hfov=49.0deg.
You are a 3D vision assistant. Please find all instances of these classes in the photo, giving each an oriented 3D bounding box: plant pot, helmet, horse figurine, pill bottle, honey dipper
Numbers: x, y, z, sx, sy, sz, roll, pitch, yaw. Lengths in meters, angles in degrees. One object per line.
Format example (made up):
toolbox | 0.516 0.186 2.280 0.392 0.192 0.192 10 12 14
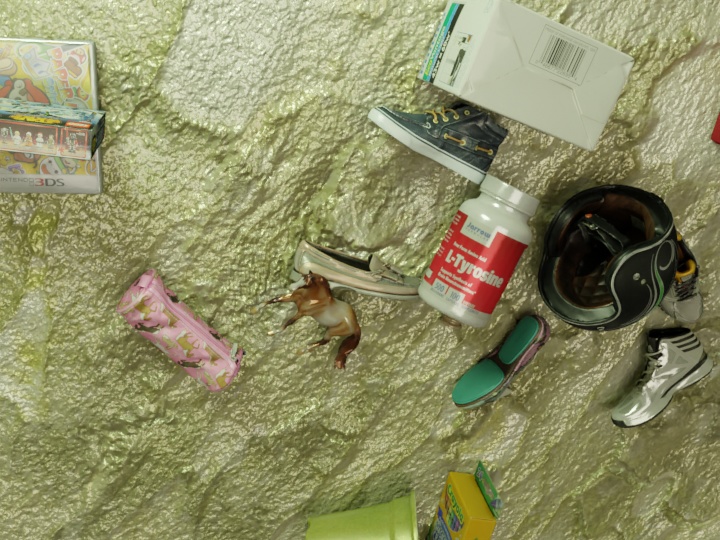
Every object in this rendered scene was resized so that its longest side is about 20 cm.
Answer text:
plant pot | 0.006 0.468 1.297 0.184 0.200 0.201 -3 113 3
helmet | 0.363 -0.008 1.160 0.199 0.200 0.191 -10 134 -7
horse figurine | -0.061 0.072 1.156 0.132 0.050 0.200 -31 131 21
pill bottle | 0.173 -0.029 1.130 0.112 0.112 0.200 23 100 -18
honey dipper | 0.172 -0.007 1.208 0.038 0.038 0.201 15 105 -16

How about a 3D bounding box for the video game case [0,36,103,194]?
video game case | -0.432 -0.197 1.020 0.181 0.023 0.201 0 111 -11

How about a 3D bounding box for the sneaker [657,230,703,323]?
sneaker | 0.496 0.010 1.250 0.078 0.082 0.200 -33 115 3

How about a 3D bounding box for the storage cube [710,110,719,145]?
storage cube | 0.646 -0.235 1.127 0.170 0.180 0.201 6 111 -13

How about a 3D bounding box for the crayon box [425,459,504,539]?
crayon box | 0.170 0.435 1.335 0.051 0.126 0.201 11 109 -14

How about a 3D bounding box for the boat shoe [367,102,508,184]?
boat shoe | 0.110 -0.203 1.101 0.200 0.071 0.091 23 104 -26

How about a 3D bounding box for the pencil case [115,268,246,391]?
pencil case | -0.257 0.087 1.136 0.086 0.083 0.200 -42 112 8

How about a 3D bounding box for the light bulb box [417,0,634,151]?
light bulb box | 0.203 -0.260 1.020 0.198 0.200 0.125 18 106 -17

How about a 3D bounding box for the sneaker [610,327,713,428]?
sneaker | 0.484 0.167 1.327 0.200 0.076 0.115 -37 105 -3

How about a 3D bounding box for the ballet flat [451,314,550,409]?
ballet flat | 0.236 0.157 1.274 0.200 0.069 0.071 -49 131 10

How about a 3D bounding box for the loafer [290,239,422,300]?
loafer | 0.000 0.000 1.160 0.199 0.072 0.063 8 103 -11

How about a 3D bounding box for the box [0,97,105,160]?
box | -0.416 -0.175 0.945 0.199 0.137 0.040 5 109 -13
